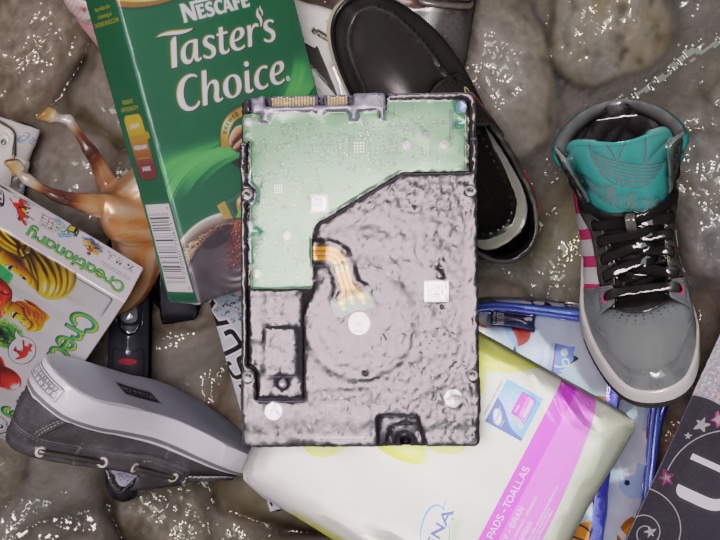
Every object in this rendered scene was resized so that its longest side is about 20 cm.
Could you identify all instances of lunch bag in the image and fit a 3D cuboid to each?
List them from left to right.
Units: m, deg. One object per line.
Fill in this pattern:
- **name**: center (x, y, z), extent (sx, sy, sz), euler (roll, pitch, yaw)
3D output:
- **lunch bag**: center (0.124, 0.112, 0.932), extent (0.159, 0.076, 0.202), euler (8, 91, 2)

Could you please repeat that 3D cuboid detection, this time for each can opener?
- **can opener**: center (-0.152, 0.055, 0.957), extent (0.078, 0.063, 0.202), euler (7, 90, 4)

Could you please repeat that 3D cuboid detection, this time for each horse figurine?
- **horse figurine**: center (-0.129, -0.076, 0.892), extent (0.200, 0.050, 0.133), euler (-49, 118, -13)

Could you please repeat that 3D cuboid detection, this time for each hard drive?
- **hard drive**: center (0.000, 0.000, 0.819), extent (0.138, 0.038, 0.202), euler (-1, 88, 3)

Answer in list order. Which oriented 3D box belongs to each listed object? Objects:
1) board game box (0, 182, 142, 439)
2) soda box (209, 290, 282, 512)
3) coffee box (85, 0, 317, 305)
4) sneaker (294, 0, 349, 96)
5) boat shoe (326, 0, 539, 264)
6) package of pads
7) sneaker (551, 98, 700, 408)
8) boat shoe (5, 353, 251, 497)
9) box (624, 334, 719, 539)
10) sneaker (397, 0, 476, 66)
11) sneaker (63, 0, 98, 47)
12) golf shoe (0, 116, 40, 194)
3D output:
- **board game box**: center (-0.233, 0.029, 0.903), extent (0.126, 0.035, 0.200), euler (31, 136, -10)
- **soda box**: center (-0.052, 0.053, 0.944), extent (0.063, 0.068, 0.202), euler (-17, 88, 12)
- **coffee box**: center (-0.083, -0.092, 0.857), extent (0.122, 0.044, 0.202), euler (-19, 101, -32)
- **sneaker**: center (-0.019, -0.125, 0.943), extent (0.088, 0.074, 0.201), euler (-37, 87, 5)
- **boat shoe**: center (0.051, -0.091, 0.905), extent (0.073, 0.063, 0.202), euler (-35, 111, 0)
- **package of pads**: center (0.044, 0.110, 0.865), extent (0.199, 0.068, 0.155), euler (29, 92, 7)
- **sneaker**: center (0.165, -0.029, 0.859), extent (0.083, 0.121, 0.201), euler (-10, 51, 8)
- **boat shoe**: center (-0.143, 0.111, 0.903), extent (0.070, 0.200, 0.066), euler (41, 98, 35)
- **box**: center (0.257, 0.116, 0.866), extent (0.114, 0.132, 0.201), euler (22, 83, 28)
- **sneaker**: center (0.052, -0.212, 0.924), extent (0.076, 0.082, 0.202), euler (0, 89, -28)
- **sneaker**: center (-0.140, -0.150, 0.939), extent (0.075, 0.105, 0.201), euler (-31, 88, 2)
- **golf shoe**: center (-0.256, -0.059, 0.963), extent (0.097, 0.078, 0.201), euler (-26, 89, -3)
